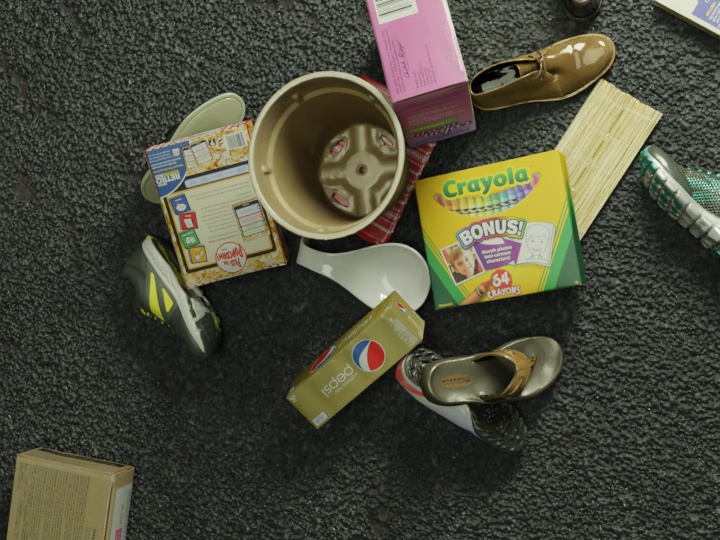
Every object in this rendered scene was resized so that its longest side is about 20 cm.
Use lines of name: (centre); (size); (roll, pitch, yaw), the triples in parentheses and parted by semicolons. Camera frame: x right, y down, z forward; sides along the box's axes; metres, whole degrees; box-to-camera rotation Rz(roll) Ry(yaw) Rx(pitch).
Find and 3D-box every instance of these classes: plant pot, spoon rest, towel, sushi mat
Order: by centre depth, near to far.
plant pot: (-0.019, -0.139, 1.311); (0.198, 0.183, 0.204); (0, 90, 16)
sushi mat: (0.300, -0.144, 1.339); (0.095, 0.012, 0.201); (34, 98, 11)
spoon rest: (0.000, 0.000, 1.391); (0.198, 0.061, 0.101); (15, 103, 16)
towel: (0.017, -0.150, 1.409); (0.143, 0.022, 0.202); (28, 96, 13)

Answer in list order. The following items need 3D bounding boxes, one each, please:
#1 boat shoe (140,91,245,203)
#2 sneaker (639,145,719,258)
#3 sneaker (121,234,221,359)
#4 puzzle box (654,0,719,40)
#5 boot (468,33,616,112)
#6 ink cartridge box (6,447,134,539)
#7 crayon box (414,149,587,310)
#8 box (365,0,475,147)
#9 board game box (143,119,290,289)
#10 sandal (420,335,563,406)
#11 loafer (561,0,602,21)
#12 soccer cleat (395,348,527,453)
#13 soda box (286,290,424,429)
boat shoe: (-0.244, -0.186, 1.456); (0.200, 0.074, 0.066); (-49, 36, 17)
sneaker: (0.439, -0.093, 1.283); (0.091, 0.078, 0.200); (-44, 83, -5)
sneaker: (-0.272, 0.049, 1.465); (0.084, 0.074, 0.201); (-36, 73, 18)
puzzle box: (0.479, -0.396, 1.286); (0.132, 0.025, 0.201); (32, 98, 12)
boot: (0.235, -0.257, 1.325); (0.198, 0.075, 0.075); (-18, 84, 13)
ink cartridge box: (-0.429, 0.377, 1.498); (0.162, 0.075, 0.203); (9, 92, 13)
crayon box: (0.182, -0.051, 1.337); (0.198, 0.058, 0.175); (-11, 89, 21)
box: (0.075, -0.275, 1.288); (0.095, 0.200, 0.178); (-15, 80, 8)
board game box: (-0.196, -0.090, 1.412); (0.149, 0.046, 0.203); (-13, 104, 6)
sandal: (0.175, 0.129, 1.316); (0.197, 0.055, 0.083); (-6, 77, -14)
loafer: (0.277, -0.428, 1.319); (0.071, 0.063, 0.203); (-11, 87, 14)
soccer cleat: (0.134, 0.176, 1.364); (0.199, 0.073, 0.069); (34, 68, -4)
soda box: (-0.006, 0.120, 1.372); (0.200, 0.068, 0.064); (-41, 100, 18)
